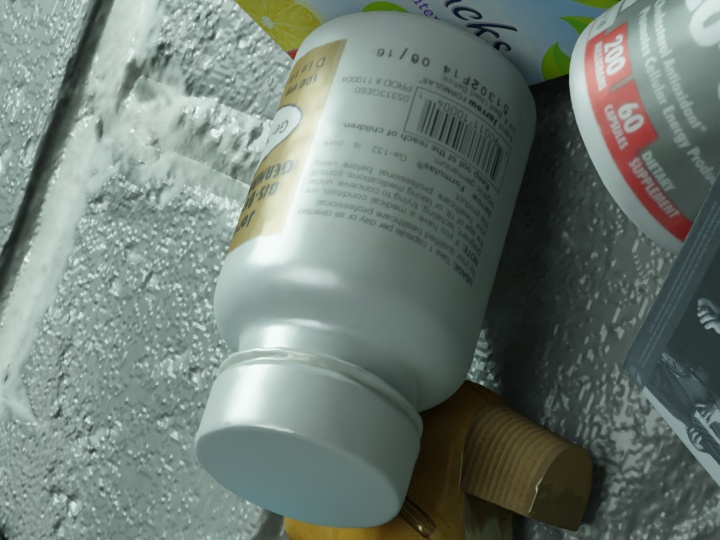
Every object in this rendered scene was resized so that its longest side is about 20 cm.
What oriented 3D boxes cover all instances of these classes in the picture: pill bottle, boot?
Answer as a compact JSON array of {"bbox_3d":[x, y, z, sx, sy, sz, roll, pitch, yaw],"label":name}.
[{"bbox_3d":[0.184,-0.092,0.723,0.200,0.113,0.115,-33,59,39],"label":"pill bottle"},{"bbox_3d":[0.012,0.143,0.859,0.144,0.071,0.202,16,79,48],"label":"boot"},{"bbox_3d":[0.000,0.000,0.836,0.114,0.114,0.201,-8,53,39],"label":"pill bottle"}]

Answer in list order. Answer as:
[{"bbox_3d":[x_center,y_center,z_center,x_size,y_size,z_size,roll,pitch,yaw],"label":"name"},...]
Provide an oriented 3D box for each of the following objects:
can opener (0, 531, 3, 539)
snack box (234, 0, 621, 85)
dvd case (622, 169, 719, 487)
[{"bbox_3d":[-0.224,0.230,1.051,0.066,0.052,0.202,-19,67,36],"label":"can opener"},{"bbox_3d":[0.013,-0.159,0.844,0.168,0.200,0.068,-13,49,37],"label":"snack box"},{"bbox_3d":[0.180,0.062,0.682,0.200,0.025,0.151,51,149,23],"label":"dvd case"}]
